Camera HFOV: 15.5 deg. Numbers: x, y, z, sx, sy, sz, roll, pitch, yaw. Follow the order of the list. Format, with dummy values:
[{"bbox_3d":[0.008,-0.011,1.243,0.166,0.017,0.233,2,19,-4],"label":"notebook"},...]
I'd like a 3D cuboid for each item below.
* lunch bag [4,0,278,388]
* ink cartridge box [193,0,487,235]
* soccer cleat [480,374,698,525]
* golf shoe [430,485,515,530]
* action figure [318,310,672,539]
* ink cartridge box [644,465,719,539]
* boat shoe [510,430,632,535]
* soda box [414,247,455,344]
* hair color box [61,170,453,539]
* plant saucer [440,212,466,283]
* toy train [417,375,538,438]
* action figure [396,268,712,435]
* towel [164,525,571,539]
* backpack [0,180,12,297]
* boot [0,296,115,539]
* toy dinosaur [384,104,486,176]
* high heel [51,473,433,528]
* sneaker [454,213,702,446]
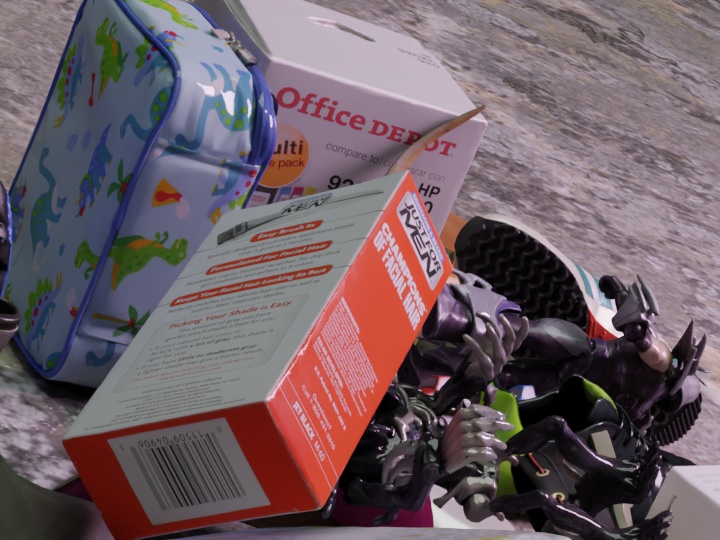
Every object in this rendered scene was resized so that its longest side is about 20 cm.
[{"bbox_3d":[-0.128,-0.047,1.434,0.082,0.201,0.161,13,20,-32],"label":"lunch bag"},{"bbox_3d":[-0.045,-0.044,1.533,0.147,0.201,0.145,15,19,-25],"label":"ink cartridge box"},{"bbox_3d":[0.139,0.106,1.532,0.199,0.081,0.068,10,22,-37],"label":"soccer cleat"},{"bbox_3d":[0.002,0.097,1.378,0.199,0.088,0.077,26,16,3],"label":"golf shoe"},{"bbox_3d":[0.051,0.077,1.263,0.199,0.102,0.119,20,40,-9],"label":"action figure"},{"bbox_3d":[0.263,0.191,1.443,0.145,0.084,0.200,4,26,-47],"label":"ink cartridge box"},{"bbox_3d":[0.124,0.162,1.395,0.063,0.074,0.202,-14,34,-1],"label":"boat shoe"},{"bbox_3d":[-0.044,-0.018,1.685,0.199,0.064,0.068,24,17,2],"label":"soda box"},{"bbox_3d":[-0.042,0.037,1.217,0.111,0.064,0.200,-12,27,29],"label":"hair color box"},{"bbox_3d":[0.025,-0.016,1.814,0.199,0.038,0.200,21,17,-7],"label":"plant saucer"},{"bbox_3d":[0.048,0.084,1.537,0.199,0.034,0.046,10,59,-37],"label":"toy train"},{"bbox_3d":[0.127,0.053,1.622,0.199,0.130,0.070,11,38,-19],"label":"action figure"},{"bbox_3d":[-0.028,0.141,1.144,0.199,0.048,0.171,-2,0,-42],"label":"towel"},{"bbox_3d":[-0.269,-0.014,1.218,0.199,0.163,0.168,11,-2,-25],"label":"backpack"},{"bbox_3d":[-0.172,0.071,1.154,0.199,0.131,0.068,14,20,-28],"label":"boot"},{"bbox_3d":[0.000,0.000,1.447,0.060,0.201,0.106,10,3,44],"label":"toy dinosaur"},{"bbox_3d":[-0.054,0.122,1.288,0.199,0.097,0.067,-12,-9,-24],"label":"high heel"},{"bbox_3d":[0.135,0.034,1.725,0.200,0.070,0.093,39,8,-12],"label":"sneaker"}]
